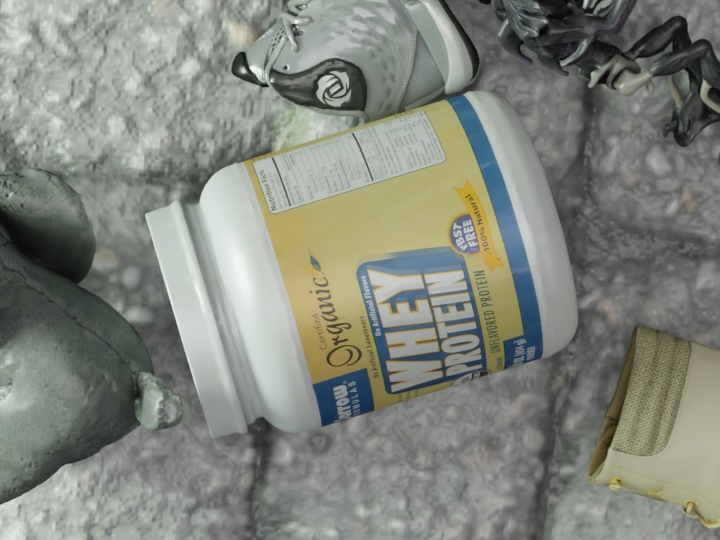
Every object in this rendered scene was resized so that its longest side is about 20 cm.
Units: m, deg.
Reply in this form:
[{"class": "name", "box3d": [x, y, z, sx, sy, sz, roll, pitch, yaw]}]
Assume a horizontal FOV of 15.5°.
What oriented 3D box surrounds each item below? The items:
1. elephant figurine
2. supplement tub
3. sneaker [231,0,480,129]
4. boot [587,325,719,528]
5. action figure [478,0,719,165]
[{"class": "elephant figurine", "box3d": [-0.202, 0.010, 1.357, 0.155, 0.142, 0.201, -29, 104, 4]}, {"class": "supplement tub", "box3d": [0.000, 0.000, 1.377, 0.199, 0.145, 0.146, -17, 99, -4]}, {"class": "sneaker", "box3d": [-0.032, -0.154, 1.390, 0.115, 0.075, 0.201, -34, 101, 1]}, {"class": "boot", "box3d": [0.198, 0.136, 1.457, 0.154, 0.073, 0.201, 10, 103, -4]}, {"class": "action figure", "box3d": [0.136, -0.138, 1.391, 0.199, 0.119, 0.102, 29, 95, -22]}]
